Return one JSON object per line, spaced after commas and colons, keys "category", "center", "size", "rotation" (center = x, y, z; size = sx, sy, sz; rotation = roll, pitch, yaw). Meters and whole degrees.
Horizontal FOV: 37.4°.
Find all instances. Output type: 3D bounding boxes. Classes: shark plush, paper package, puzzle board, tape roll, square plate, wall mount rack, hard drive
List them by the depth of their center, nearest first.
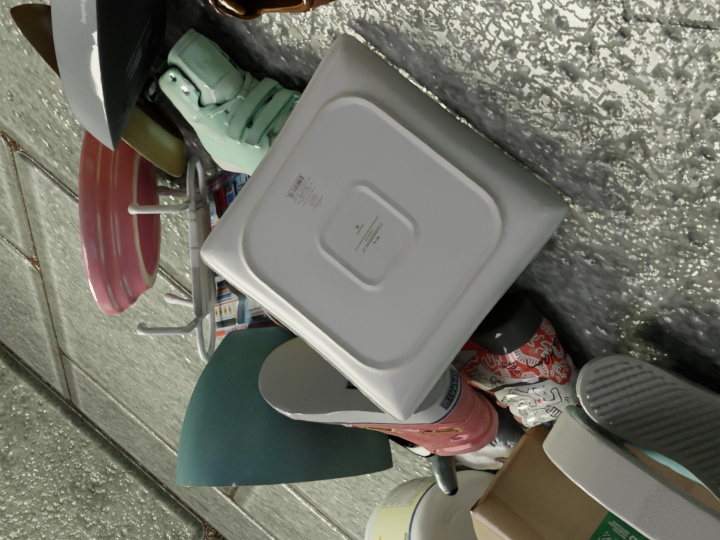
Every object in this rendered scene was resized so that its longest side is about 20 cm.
{"category": "square plate", "center": [0.007, -0.025, 0.733], "size": [0.198, 0.200, 0.028], "rotation": [38, -161, 7]}
{"category": "tape roll", "center": [0.224, 0.164, 0.763], "size": [0.202, 0.037, 0.203], "rotation": [30, -175, -3]}
{"category": "hard drive", "center": [-0.176, -0.190, 0.763], "size": [0.042, 0.136, 0.200], "rotation": [17, 155, -2]}
{"category": "paper package", "center": [0.202, 0.240, 0.921], "size": [0.199, 0.104, 0.191], "rotation": [34, 169, 18]}
{"category": "puzzle board", "center": [-0.121, -0.016, 1.022], "size": [0.200, 0.017, 0.152], "rotation": [-16, 82, 64]}
{"category": "shark plush", "center": [0.082, 0.121, 1.043], "size": [0.200, 0.090, 0.084], "rotation": [52, 145, 33]}
{"category": "wall mount rack", "center": [-0.181, -0.015, 1.050], "size": [0.174, 0.074, 0.202], "rotation": [-78, -14, -80]}

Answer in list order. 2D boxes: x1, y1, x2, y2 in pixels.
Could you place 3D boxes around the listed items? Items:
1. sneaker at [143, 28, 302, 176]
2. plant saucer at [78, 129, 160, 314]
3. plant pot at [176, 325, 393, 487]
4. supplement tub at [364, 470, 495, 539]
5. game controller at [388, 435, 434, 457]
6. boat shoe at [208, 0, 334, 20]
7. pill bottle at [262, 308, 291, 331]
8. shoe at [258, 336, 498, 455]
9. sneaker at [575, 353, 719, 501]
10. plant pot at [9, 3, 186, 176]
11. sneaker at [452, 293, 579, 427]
{"category": "sneaker", "center": [-0.092, -0.128, 0.813], "size": [0.200, 0.074, 0.118], "rotation": [11, 148, 54]}
{"category": "plant saucer", "center": [-0.240, -0.057, 1.084], "size": [0.050, 0.202, 0.201], "rotation": [-3, 150, -1]}
{"category": "plant pot", "center": [-0.073, 0.121, 0.985], "size": [0.200, 0.199, 0.136], "rotation": [-15, 77, 63]}
{"category": "supplement tub", "center": [0.093, 0.302, 1.187], "size": [0.145, 0.145, 0.200], "rotation": [43, 157, -4]}
{"category": "game controller", "center": [0.011, 0.105, 1.032], "size": [0.199, 0.042, 0.105], "rotation": [23, 116, 49]}
{"category": "boat shoe", "center": [-0.076, -0.199, 0.678], "size": [0.199, 0.068, 0.072], "rotation": [17, 147, 44]}
{"category": "pill bottle", "center": [0.000, 0.000, 0.853], "size": [0.109, 0.109, 0.199], "rotation": [51, 155, -22]}
{"category": "shoe", "center": [0.012, 0.105, 0.858], "size": [0.199, 0.072, 0.091], "rotation": [0, 150, 40]}
{"category": "sneaker", "center": [0.244, 0.115, 0.749], "size": [0.199, 0.074, 0.082], "rotation": [34, -174, 6]}
{"category": "plant pot", "center": [-0.220, -0.163, 0.931], "size": [0.200, 0.027, 0.200], "rotation": [47, -176, -4]}
{"category": "sneaker", "center": [0.100, 0.081, 0.892], "size": [0.108, 0.067, 0.201], "rotation": [51, 153, -15]}
